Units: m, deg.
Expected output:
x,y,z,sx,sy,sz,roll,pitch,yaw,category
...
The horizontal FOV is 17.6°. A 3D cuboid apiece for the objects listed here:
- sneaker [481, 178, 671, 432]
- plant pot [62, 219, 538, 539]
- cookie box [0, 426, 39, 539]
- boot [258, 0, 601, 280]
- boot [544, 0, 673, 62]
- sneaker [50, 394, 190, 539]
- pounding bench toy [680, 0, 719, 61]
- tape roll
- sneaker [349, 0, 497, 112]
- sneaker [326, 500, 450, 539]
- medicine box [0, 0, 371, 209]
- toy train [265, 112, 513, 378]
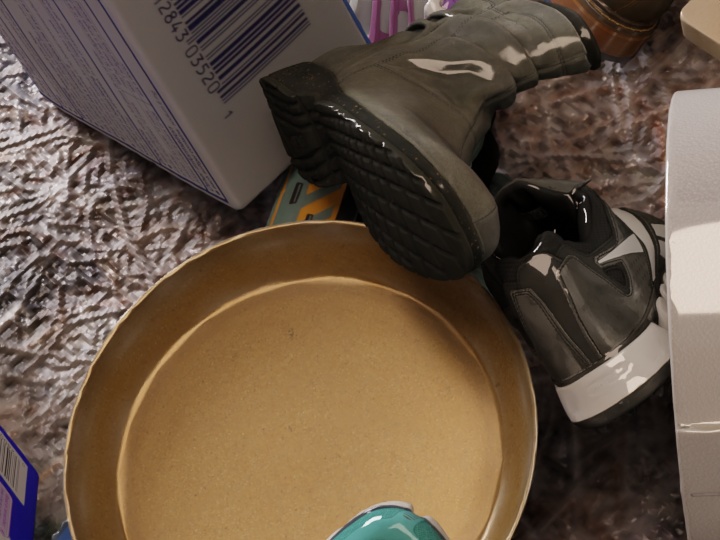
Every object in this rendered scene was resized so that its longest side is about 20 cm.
x,y,z,sx,sy,sz,roll,pitch,yaw,category
0.093,-0.007,0.974,0.066,0.200,0.091,-35,99,16,sneaker
-0.024,0.075,0.952,0.199,0.028,0.201,-6,65,12,plant pot
-0.236,0.147,0.960,0.199,0.075,0.171,-31,22,7,cookie box
0.045,-0.072,0.965,0.130,0.068,0.200,-27,27,-11,boot
0.106,-0.208,1.129,0.074,0.097,0.201,-10,60,-40,boot
-0.109,0.148,0.999,0.078,0.066,0.200,38,81,3,sneaker
0.254,-0.109,1.009,0.200,0.156,0.124,-44,58,-15,pounding bench toy
0.149,0.027,0.924,0.037,0.203,0.204,-3,57,12,tape roll
0.030,-0.159,1.155,0.088,0.081,0.201,-19,57,-23,sneaker
-0.032,0.173,0.855,0.077,0.080,0.200,37,88,18,sneaker
-0.114,-0.151,1.087,0.103,0.183,0.200,-43,40,-14,medicine box
0.000,0.000,1.057,0.113,0.085,0.201,2,58,27,toy train
